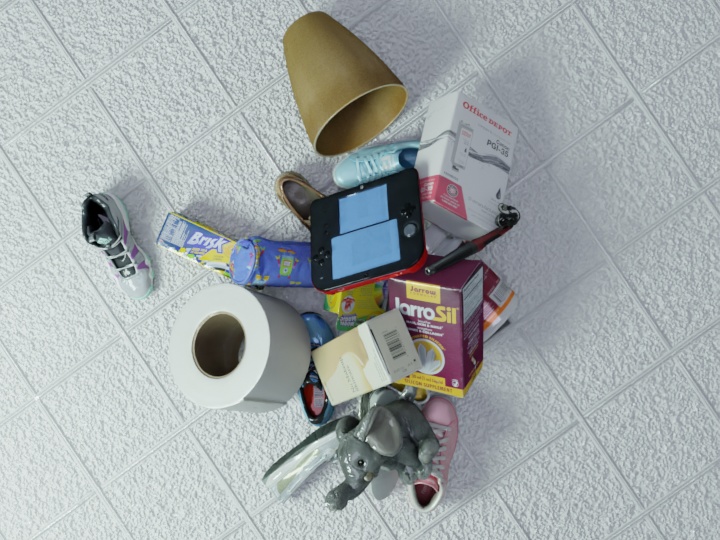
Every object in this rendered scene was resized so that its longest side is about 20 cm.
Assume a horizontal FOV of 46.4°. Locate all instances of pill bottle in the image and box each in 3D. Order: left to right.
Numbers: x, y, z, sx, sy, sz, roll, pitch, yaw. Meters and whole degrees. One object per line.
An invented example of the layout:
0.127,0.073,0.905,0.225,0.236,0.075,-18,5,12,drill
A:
0.164,0.020,1.436,0.200,0.114,0.114,44,92,1,pill bottle

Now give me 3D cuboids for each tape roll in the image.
-0.200,0.133,1.405,0.199,0.139,0.207,-5,77,25,tape roll

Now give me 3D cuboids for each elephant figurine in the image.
0.020,0.277,1.340,0.198,0.155,0.143,8,118,-36,elephant figurine

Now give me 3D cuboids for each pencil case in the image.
-0.122,-0.014,1.411,0.198,0.078,0.088,3,103,-40,pencil case

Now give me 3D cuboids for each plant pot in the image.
-0.045,-0.330,1.420,0.185,0.186,0.202,-31,76,2,plant pot

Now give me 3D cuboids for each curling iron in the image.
0.176,-0.047,1.328,0.199,0.025,0.050,-33,119,-22,curling iron

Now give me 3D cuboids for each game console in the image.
0.009,-0.061,1.331,0.197,0.031,0.180,-15,64,21,game console

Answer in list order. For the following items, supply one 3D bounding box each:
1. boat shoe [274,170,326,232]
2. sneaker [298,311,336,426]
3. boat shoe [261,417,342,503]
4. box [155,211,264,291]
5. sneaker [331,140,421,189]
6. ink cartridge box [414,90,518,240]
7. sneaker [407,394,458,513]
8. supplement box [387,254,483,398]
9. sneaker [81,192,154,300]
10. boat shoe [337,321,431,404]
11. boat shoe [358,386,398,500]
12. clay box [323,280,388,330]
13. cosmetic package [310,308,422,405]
-0.070,-0.094,1.458,0.199,0.072,0.076,37,92,-7,boat shoe
-0.076,0.172,1.459,0.077,0.090,0.204,-7,90,2,sneaker
-0.081,0.329,1.474,0.201,0.074,0.065,-38,95,6,boat shoe
-0.251,-0.034,1.473,0.197,0.070,0.065,25,92,2,box
0.044,-0.189,1.453,0.197,0.082,0.075,-16,89,2,sneaker
0.169,-0.172,1.394,0.145,0.082,0.203,24,72,-29,ink cartridge box
0.126,0.321,1.448,0.074,0.105,0.204,12,90,4,sneaker
0.124,0.086,1.357,0.129,0.103,0.203,9,119,26,supplement box
-0.429,-0.040,1.444,0.077,0.140,0.202,-26,89,2,sneaker
0.041,0.164,1.456,0.202,0.086,0.075,42,92,1,boat shoe
0.029,0.297,1.471,0.070,0.063,0.204,-5,101,-38,boat shoe
0.000,0.000,1.437,0.047,0.114,0.204,15,97,46,clay box
0.005,0.144,1.362,0.070,0.200,0.107,-19,81,-34,cosmetic package
